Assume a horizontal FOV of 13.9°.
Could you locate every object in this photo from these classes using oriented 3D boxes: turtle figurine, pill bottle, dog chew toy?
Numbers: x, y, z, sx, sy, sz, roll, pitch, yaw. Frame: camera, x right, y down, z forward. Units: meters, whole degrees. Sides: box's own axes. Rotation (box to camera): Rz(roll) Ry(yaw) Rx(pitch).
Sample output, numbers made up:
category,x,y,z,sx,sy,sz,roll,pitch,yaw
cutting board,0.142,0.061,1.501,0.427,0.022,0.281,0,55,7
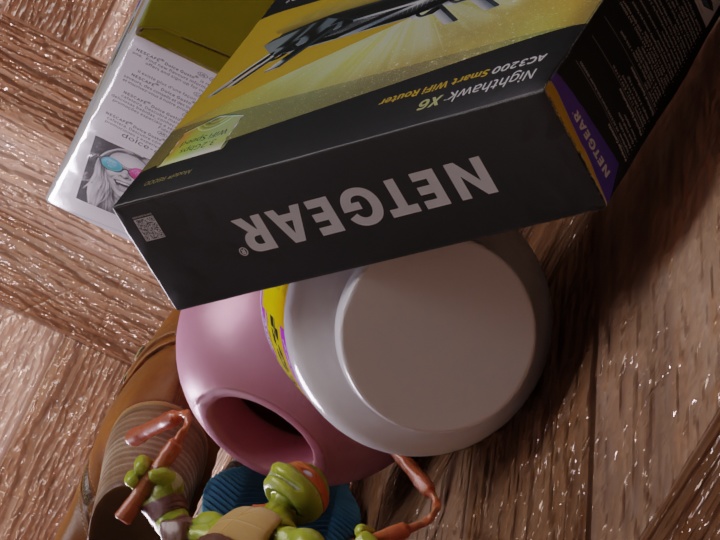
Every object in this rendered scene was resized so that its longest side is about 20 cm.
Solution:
category,x,y,z,sx,sy,sz,roll,pitch,yaw
turtle figurine,-0.066,0.131,1.256,0.200,0.065,0.161,12,48,44
pill bottle,0.018,0.017,1.166,0.105,0.104,0.200,-64,7,0
dog chew toy,0.000,0.000,1.352,0.200,0.124,0.125,-59,3,-31

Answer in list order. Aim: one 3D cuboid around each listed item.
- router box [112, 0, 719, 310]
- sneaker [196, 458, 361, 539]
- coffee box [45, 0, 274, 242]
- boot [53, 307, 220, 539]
category,x,y,z,sx,sy,sz,roll,pitch,yaw
router box,0.026,-0.067,1.098,0.200,0.052,0.157,-14,28,36
sneaker,-0.045,0.136,1.417,0.200,0.076,0.081,-59,-12,-82
coffee box,-0.029,-0.117,1.654,0.198,0.200,0.200,-53,13,57
boot,-0.113,0.118,1.486,0.200,0.074,0.155,-58,11,39
